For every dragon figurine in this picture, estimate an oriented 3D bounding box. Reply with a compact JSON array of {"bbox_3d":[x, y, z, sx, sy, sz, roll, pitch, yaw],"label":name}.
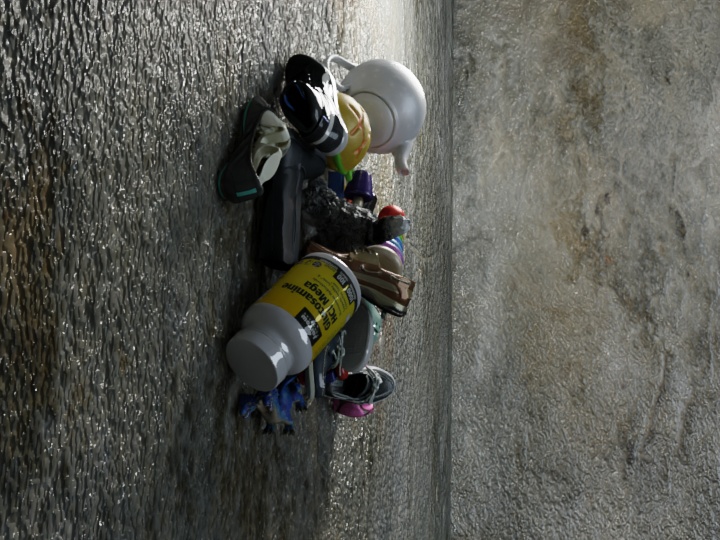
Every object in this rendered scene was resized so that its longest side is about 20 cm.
[{"bbox_3d":[-0.116,0.173,1.054,0.200,0.058,0.100,-57,144,-63],"label":"dragon figurine"}]

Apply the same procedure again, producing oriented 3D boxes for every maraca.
[{"bbox_3d":[-0.033,-0.229,1.240,0.200,0.106,0.139,49,41,-78],"label":"maraca"}]

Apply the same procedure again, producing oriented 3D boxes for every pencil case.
[{"bbox_3d":[-0.014,0.177,1.399,0.093,0.090,0.202,-5,97,-40],"label":"pencil case"}]

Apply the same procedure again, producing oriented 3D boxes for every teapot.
[{"bbox_3d":[0.025,-0.311,1.413,0.146,0.198,0.199,-51,151,-52],"label":"teapot"}]

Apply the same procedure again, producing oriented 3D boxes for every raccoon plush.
[{"bbox_3d":[-0.018,-0.105,1.186,0.135,0.199,0.097,58,36,-16],"label":"raccoon plush"}]

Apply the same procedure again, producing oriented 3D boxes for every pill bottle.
[{"bbox_3d":[-0.092,0.070,0.995,0.200,0.112,0.113,-47,137,-44],"label":"pill bottle"}]

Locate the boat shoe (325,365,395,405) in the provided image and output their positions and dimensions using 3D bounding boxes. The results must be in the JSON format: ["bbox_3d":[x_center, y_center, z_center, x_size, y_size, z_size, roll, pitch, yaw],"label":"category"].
[{"bbox_3d":[0.003,0.207,1.311,0.198,0.068,0.074,20,79,-42],"label":"boat shoe"}]

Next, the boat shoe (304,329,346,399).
[{"bbox_3d":[-0.054,0.111,1.104,0.201,0.061,0.075,-93,-166,-51],"label":"boat shoe"}]

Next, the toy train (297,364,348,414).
[{"bbox_3d":[-0.074,0.133,1.187,0.200,0.084,0.117,-58,134,-66],"label":"toy train"}]

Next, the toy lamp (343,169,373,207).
[{"bbox_3d":[-0.012,-0.084,1.316,0.058,0.058,0.202,50,47,-67],"label":"toy lamp"}]

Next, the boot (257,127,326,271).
[{"bbox_3d":[-0.102,-0.096,1.111,0.165,0.065,0.202,23,63,-65],"label":"boot"}]

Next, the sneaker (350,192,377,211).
[{"bbox_3d":[-0.001,-0.061,1.383,0.073,0.081,0.201,72,38,-65],"label":"sneaker"}]

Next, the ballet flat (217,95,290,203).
[{"bbox_3d":[-0.134,-0.166,0.990,0.068,0.068,0.201,70,23,-48],"label":"ballet flat"}]

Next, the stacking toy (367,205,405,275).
[{"bbox_3d":[0.049,-0.054,1.311,0.201,0.085,0.086,-70,155,-54],"label":"stacking toy"}]

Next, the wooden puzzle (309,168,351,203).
[{"bbox_3d":[-0.044,-0.189,1.382,0.200,0.046,0.187,32,58,-72],"label":"wooden puzzle"}]

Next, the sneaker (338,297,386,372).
[{"bbox_3d":[0.008,0.108,1.211,0.118,0.073,0.201,54,21,-39],"label":"sneaker"}]

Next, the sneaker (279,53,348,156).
[{"bbox_3d":[-0.086,-0.278,1.106,0.112,0.073,0.201,30,32,-58],"label":"sneaker"}]

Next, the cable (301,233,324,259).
[{"bbox_3d":[-0.078,0.010,1.294,0.201,0.050,0.098,87,-8,-60],"label":"cable"}]

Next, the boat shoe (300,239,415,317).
[{"bbox_3d":[0.000,0.000,1.145,0.074,0.199,0.076,-61,-160,-4],"label":"boat shoe"}]
